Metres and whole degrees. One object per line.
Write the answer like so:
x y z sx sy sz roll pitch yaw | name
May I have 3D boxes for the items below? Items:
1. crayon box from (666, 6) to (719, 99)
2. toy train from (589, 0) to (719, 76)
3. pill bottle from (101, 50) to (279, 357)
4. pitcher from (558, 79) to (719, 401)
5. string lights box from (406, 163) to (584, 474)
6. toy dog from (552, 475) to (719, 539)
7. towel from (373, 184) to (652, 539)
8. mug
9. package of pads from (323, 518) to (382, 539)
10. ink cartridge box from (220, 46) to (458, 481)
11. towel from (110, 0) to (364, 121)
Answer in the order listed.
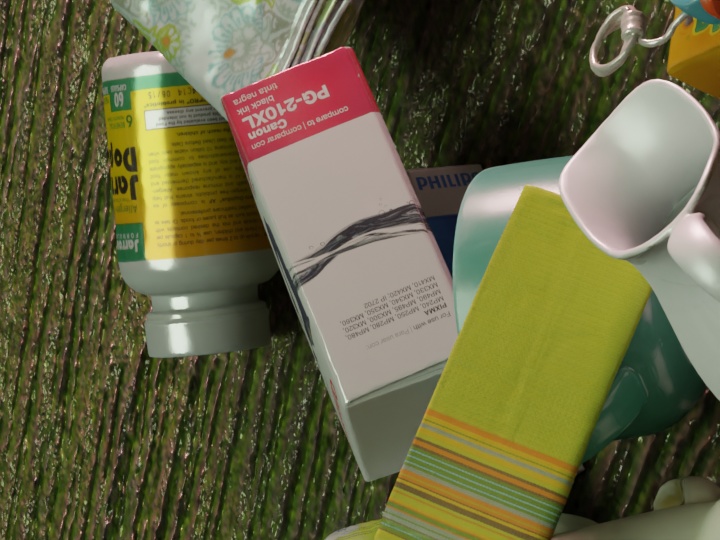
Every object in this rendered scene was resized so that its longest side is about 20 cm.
0.214 -0.164 1.295 0.126 0.051 0.201 -21 54 54 | crayon box
0.171 -0.182 1.277 0.150 0.055 0.201 -28 45 51 | toy train
-0.110 -0.046 1.788 0.113 0.112 0.201 -1 95 55 | pill bottle
0.201 0.017 1.260 0.121 0.200 0.172 -46 25 14 | pitcher
0.057 0.048 1.613 0.103 0.059 0.201 -41 62 51 | string lights box
0.168 0.160 1.379 0.199 0.194 0.140 -19 63 21 | toy dog
0.082 0.061 1.337 0.086 0.018 0.201 21 83 22 | towel
0.129 0.029 1.418 0.114 0.152 0.186 -7 73 23 | mug
0.057 0.214 1.581 0.155 0.068 0.200 53 145 -11 | package of pads
0.000 0.000 1.509 0.145 0.084 0.201 75 173 -68 | ink cartridge box
-0.072 -0.192 1.590 0.200 0.048 0.172 46 119 33 | towel
